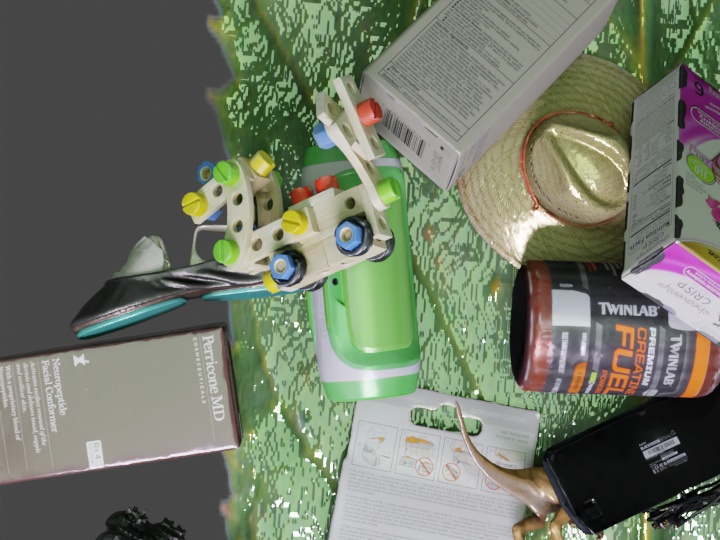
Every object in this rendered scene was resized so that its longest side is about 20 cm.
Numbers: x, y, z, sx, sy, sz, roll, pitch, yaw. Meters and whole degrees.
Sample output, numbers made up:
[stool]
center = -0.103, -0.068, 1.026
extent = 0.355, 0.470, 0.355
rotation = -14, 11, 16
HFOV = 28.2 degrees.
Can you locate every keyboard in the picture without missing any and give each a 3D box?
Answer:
[keyboard]
center = 0.243, 0.161, 1.162
extent = 0.198, 0.040, 0.105
rotation = -20, 73, -21

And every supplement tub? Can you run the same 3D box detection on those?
[supplement tub]
center = 0.223, 0.047, 1.146
extent = 0.198, 0.107, 0.108
rotation = 2, 91, -2

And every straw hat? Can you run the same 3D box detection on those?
[straw hat]
center = 0.178, -0.083, 1.153
extent = 0.199, 0.085, 0.204
rotation = 0, 91, -2

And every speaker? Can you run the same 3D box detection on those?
[speaker]
center = 0.000, 0.000, 1.146
extent = 0.087, 0.088, 0.202
rotation = -5, 90, -2

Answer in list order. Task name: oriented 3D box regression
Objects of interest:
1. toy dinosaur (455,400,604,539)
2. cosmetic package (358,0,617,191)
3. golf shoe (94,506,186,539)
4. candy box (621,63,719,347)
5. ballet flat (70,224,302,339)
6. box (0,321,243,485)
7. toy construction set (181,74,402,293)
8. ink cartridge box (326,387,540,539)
[toy dinosaur]
center = 0.144, 0.181, 1.154
extent = 0.198, 0.060, 0.107
rotation = 14, 64, -27
[cosmetic package]
center = 0.099, -0.172, 1.120
extent = 0.103, 0.073, 0.200
rotation = 42, 71, 10
[golf shoe]
center = -0.132, 0.275, 1.160
extent = 0.199, 0.078, 0.095
rotation = 30, 107, -1
[candy box]
center = 0.271, -0.045, 1.095
extent = 0.136, 0.061, 0.201
rotation = 32, 46, -20
[ballet flat]
center = -0.140, 0.003, 1.156
extent = 0.198, 0.068, 0.069
rotation = -12, 81, -12
[box]
center = -0.198, 0.106, 1.147
extent = 0.198, 0.075, 0.101
rotation = -9, 91, -4
[toy construction set]
center = -0.043, -0.058, 1.072
extent = 0.199, 0.092, 0.132
rotation = -29, 70, 40
[ink cartridge box]
center = 0.056, 0.204, 1.182
extent = 0.159, 0.050, 0.202
rotation = 11, 72, -2
